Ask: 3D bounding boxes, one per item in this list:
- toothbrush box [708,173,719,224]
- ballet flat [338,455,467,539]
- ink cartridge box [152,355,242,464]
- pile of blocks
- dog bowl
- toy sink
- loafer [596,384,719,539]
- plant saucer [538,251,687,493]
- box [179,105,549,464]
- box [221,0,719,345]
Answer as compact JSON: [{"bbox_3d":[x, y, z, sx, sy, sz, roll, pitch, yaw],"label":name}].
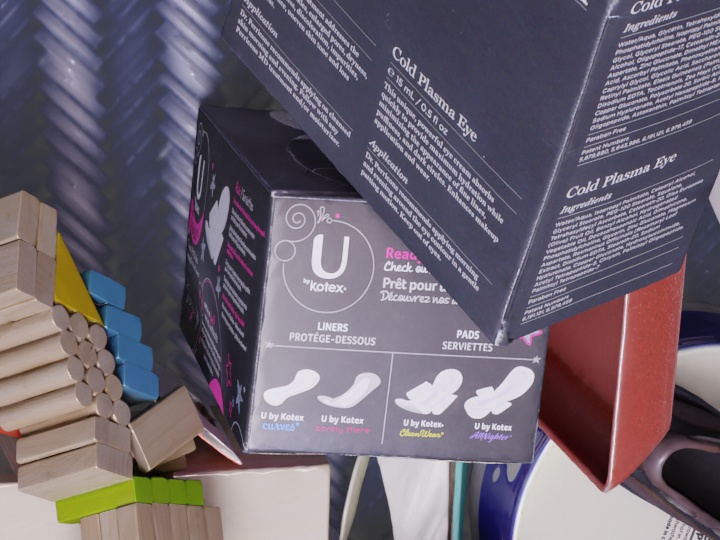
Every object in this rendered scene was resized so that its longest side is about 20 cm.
[{"bbox_3d":[0.245,-0.089,1.206,0.200,0.085,0.147,-36,110,-30],"label":"toothbrush box"},{"bbox_3d":[0.022,0.151,1.247,0.069,0.069,0.201,2,73,-12],"label":"ballet flat"},{"bbox_3d":[-0.151,0.034,1.183,0.200,0.109,0.050,38,93,-17],"label":"ink cartridge box"},{"bbox_3d":[-0.121,0.064,1.117,0.062,0.082,0.201,-17,97,33],"label":"pile of blocks"},{"bbox_3d":[0.158,0.121,1.284,0.199,0.079,0.201,-3,104,-11],"label":"dog bowl"},{"bbox_3d":[-0.123,0.140,1.215,0.199,0.112,0.131,-3,104,-16],"label":"toy sink"},{"bbox_3d":[0.197,0.113,1.210,0.199,0.063,0.072,25,99,-21],"label":"loafer"},{"bbox_3d":[0.105,-0.024,1.175,0.037,0.200,0.201,2,103,-13],"label":"plant saucer"},{"bbox_3d":[0.000,0.000,1.158,0.132,0.200,0.115,3,104,-13],"label":"box"},{"bbox_3d":[0.054,-0.111,1.015,0.104,0.200,0.183,-21,145,-31],"label":"box"}]
